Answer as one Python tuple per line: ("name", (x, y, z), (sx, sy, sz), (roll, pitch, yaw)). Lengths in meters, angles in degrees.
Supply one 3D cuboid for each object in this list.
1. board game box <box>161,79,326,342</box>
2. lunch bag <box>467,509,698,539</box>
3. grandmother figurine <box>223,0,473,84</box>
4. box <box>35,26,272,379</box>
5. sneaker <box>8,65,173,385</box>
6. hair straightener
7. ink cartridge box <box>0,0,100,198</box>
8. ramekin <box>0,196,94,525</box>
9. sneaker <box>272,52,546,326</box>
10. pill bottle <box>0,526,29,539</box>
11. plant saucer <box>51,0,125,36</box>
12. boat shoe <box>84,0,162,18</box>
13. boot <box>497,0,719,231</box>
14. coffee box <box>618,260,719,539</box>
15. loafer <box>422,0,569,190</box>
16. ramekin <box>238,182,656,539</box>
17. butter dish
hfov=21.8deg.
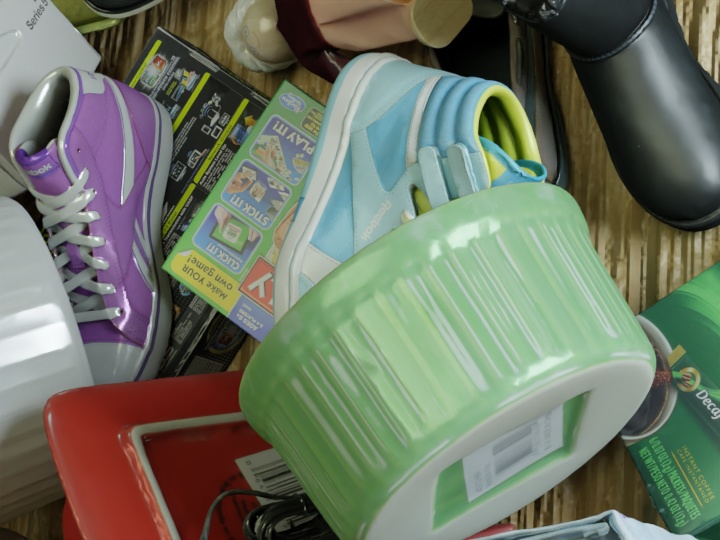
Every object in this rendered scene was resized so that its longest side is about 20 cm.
("board game box", (0.000, 0.000, 1.074), (0.200, 0.029, 0.135), (35, 94, 17))
("lunch bag", (0.095, 0.200, 0.913), (0.200, 0.169, 0.127), (-48, 56, 14))
("grandmother figurine", (-0.018, -0.156, 1.099), (0.200, 0.060, 0.122), (-10, 92, 56))
("box", (-0.117, -0.030, 1.170), (0.160, 0.044, 0.200), (35, 95, 32))
("sneaker", (-0.170, -0.022, 1.106), (0.072, 0.114, 0.201), (-9, 74, 26))
("hair straightener", (-0.013, 0.138, 0.986), (0.077, 0.200, 0.041), (55, 138, 31))
("ink cartridge box", (-0.281, -0.086, 1.201), (0.200, 0.084, 0.146), (-24, 31, 33))
("ramekin", (-0.224, 0.053, 1.094), (0.098, 0.201, 0.201), (-18, 62, -19))
("sneaker", (0.030, -0.016, 0.992), (0.130, 0.079, 0.201), (9, 88, 40))
("pill bottle", (-0.274, 0.253, 1.144), (0.200, 0.113, 0.114), (-35, 62, 18))
("plant saucer", (-0.231, -0.235, 1.287), (0.199, 0.048, 0.201), (-10, 73, 28))
("boat shoe", (-0.106, -0.244, 1.181), (0.201, 0.063, 0.074), (-43, 79, -1))
("boot", (0.126, -0.125, 0.984), (0.073, 0.162, 0.199), (-26, 65, 23))
("coffee box", (0.222, 0.042, 0.954), (0.200, 0.044, 0.123), (-34, 63, 18))
("loafer", (0.071, -0.129, 1.076), (0.072, 0.063, 0.200), (-25, 66, 22))
("ramekin", (0.049, 0.057, 0.926), (0.200, 0.200, 0.098), (-40, 66, 15))
("butter dish", (-0.085, 0.171, 1.037), (0.148, 0.199, 0.200), (-51, 56, 40))
